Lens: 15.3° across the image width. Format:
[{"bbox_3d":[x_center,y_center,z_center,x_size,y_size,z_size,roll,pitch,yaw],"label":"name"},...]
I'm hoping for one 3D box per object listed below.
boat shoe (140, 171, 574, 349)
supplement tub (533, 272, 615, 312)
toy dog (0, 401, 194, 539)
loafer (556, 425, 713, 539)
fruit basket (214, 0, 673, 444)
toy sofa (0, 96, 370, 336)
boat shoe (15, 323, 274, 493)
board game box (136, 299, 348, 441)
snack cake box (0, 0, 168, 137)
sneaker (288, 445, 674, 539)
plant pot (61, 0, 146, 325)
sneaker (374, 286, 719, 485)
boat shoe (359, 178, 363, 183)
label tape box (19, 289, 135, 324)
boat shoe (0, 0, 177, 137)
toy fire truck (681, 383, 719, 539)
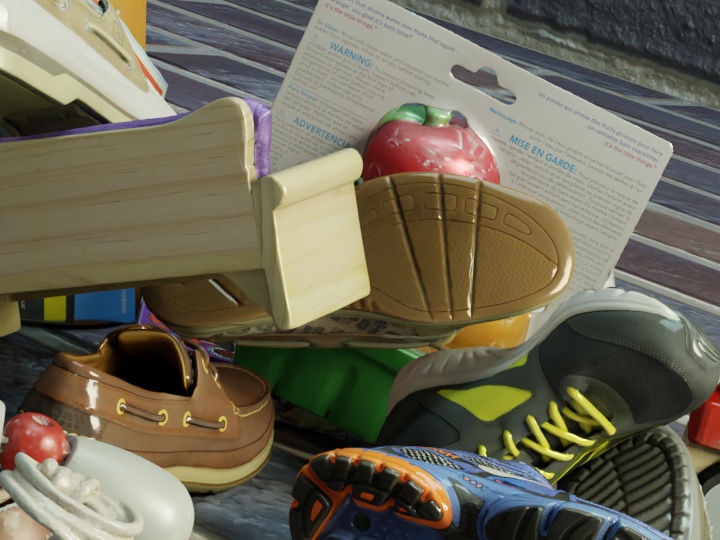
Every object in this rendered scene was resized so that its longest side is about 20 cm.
[{"bbox_3d":[0.000,0.000,1.238,0.199,0.074,0.063,-1,-19,6],"label":"boat shoe"},{"bbox_3d":[0.076,0.018,1.463,0.131,0.133,0.200,15,12,1],"label":"supplement tub"},{"bbox_3d":[-0.171,0.081,1.010,0.199,0.097,0.132,31,10,6],"label":"toy dog"},{"bbox_3d":[0.129,0.109,1.219,0.070,0.075,0.200,54,14,-23],"label":"loafer"},{"bbox_3d":[0.028,-0.018,1.302,0.184,0.201,0.094,26,16,2],"label":"fruit basket"},{"bbox_3d":[-0.102,-0.021,1.155,0.199,0.098,0.083,-6,6,26],"label":"toy sofa"},{"bbox_3d":[-0.089,0.060,1.203,0.072,0.068,0.200,19,12,21],"label":"boat shoe"},{"bbox_3d":[-0.062,0.039,1.443,0.119,0.033,0.200,12,11,-4],"label":"board game box"},{"bbox_3d":[-0.169,-0.091,1.251,0.067,0.116,0.200,3,-27,22],"label":"snack cake box"},{"bbox_3d":[0.072,0.112,1.120,0.199,0.076,0.078,21,22,22],"label":"sneaker"},{"bbox_3d":[-0.198,-0.088,1.486,0.199,0.184,0.200,14,11,-3],"label":"plant pot"},{"bbox_3d":[0.080,0.073,1.192,0.074,0.085,0.200,43,-39,-21],"label":"sneaker"},{"bbox_3d":[-0.067,-0.043,1.736,0.199,0.072,0.060,13,17,11],"label":"boat shoe"},{"bbox_3d":[-0.205,-0.046,1.349,0.063,0.145,0.199,-5,-8,40],"label":"label tape box"},{"bbox_3d":[-0.127,-0.088,1.167,0.074,0.069,0.200,-3,-18,21],"label":"boat shoe"},{"bbox_3d":[0.265,0.052,1.363,0.175,0.201,0.129,16,12,5],"label":"toy fire truck"}]
